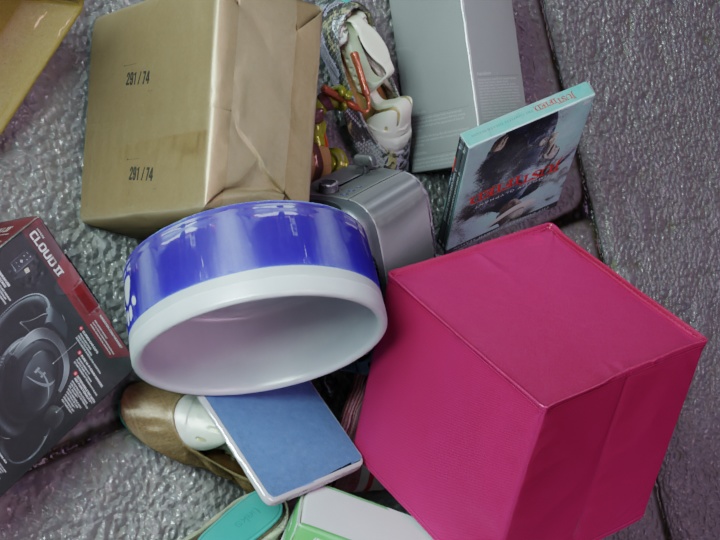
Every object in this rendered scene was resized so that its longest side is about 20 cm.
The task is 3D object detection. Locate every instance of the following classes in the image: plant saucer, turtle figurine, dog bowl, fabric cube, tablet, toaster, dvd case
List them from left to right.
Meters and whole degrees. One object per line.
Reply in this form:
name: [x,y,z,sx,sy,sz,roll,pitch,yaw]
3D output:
plant saucer: [-0.292,-0.143,0.939,0.048,0.200,0.200,33,90,5]
dog bowl: [-0.083,0.026,1.041,0.199,0.200,0.079,11,57,-41]
tablet: [-0.091,0.103,1.146,0.130,0.014,0.200,-13,62,-51]
turtle figurine: [-0.055,-0.107,1.234,0.161,0.064,0.201,-8,109,-59]
toaster: [0.000,0.000,1.192,0.129,0.113,0.201,-39,129,-50]
dvd case: [0.152,-0.098,1.331,0.145,0.200,0.022,-23,66,-17]
fabric cube: [0.137,0.108,1.131,0.199,0.196,0.200,-16,131,-34]

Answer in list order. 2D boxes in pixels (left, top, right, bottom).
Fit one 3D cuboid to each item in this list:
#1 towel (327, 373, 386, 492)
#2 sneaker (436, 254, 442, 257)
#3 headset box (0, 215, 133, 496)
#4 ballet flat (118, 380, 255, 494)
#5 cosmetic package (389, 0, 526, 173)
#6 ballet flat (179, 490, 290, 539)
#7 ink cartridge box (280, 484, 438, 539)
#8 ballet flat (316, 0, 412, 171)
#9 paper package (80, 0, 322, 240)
towel: [0.057,0.153,1.318,0.199,0.023,0.145,4,108,-43]
sneaker: [0.090,0.021,1.299,0.075,0.200,0.089,-19,80,-9]
headset box: [-0.277,0.065,1.015,0.200,0.077,0.149,-47,118,-35]
ballet flat: [-0.116,0.148,1.159,0.200,0.072,0.068,39,55,-33]
cosmetic package: [0.101,-0.204,1.363,0.090,0.107,0.201,-7,93,-43]
ballet flat: [-0.140,0.259,1.134,0.199,0.067,0.063,-27,144,-28]
ink cartridge box: [-0.018,0.301,1.136,0.145,0.084,0.201,21,108,-5]
ballet flat: [0.013,-0.173,1.305,0.072,0.072,0.201,-37,112,-38]
paper package: [-0.133,-0.123,1.079,0.103,0.199,0.192,8,82,-41]
